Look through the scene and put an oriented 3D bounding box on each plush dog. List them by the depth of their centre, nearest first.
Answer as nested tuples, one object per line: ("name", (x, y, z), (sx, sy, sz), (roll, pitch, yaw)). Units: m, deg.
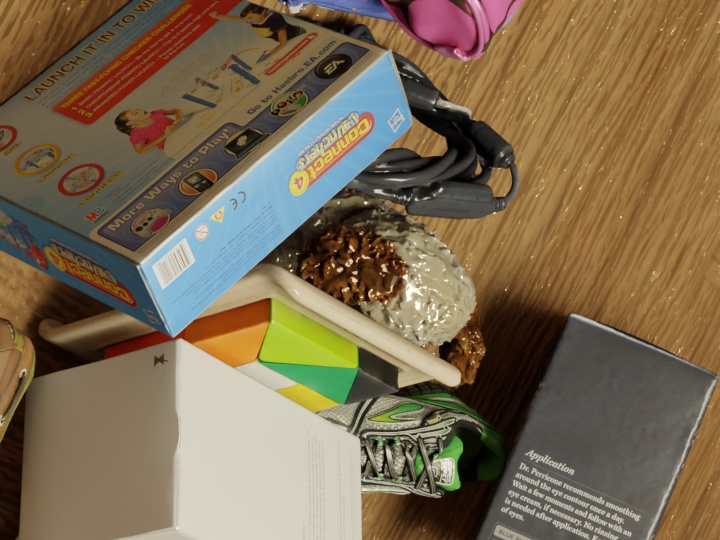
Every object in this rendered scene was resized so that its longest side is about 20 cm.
("plush dog", (0.000, 0.000, 1.573), (0.200, 0.172, 0.161), (27, 87, -47))

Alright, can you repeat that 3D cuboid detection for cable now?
("cable", (0.004, -0.101, 1.551), (0.200, 0.163, 0.051), (3, 135, -43))

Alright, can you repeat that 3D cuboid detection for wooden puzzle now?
("wooden puzzle", (-0.067, 0.056, 1.516), (0.185, 0.200, 0.037), (30, 56, -47))

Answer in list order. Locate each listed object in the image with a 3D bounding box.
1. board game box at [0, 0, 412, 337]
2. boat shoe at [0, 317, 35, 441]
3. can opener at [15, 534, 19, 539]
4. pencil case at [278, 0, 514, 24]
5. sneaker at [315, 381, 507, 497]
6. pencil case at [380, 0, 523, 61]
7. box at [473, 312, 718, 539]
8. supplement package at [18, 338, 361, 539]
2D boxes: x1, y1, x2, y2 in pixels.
("board game box", (-0.108, -0.072, 1.416), (0.200, 0.196, 0.056), (-42, 132, -24))
("boat shoe", (-0.248, 0.120, 1.449), (0.068, 0.072, 0.200), (32, 83, -46))
("can opener", (-0.144, 0.196, 1.590), (0.200, 0.067, 0.053), (12, 99, -47))
("pencil case", (0.015, -0.194, 1.575), (0.200, 0.078, 0.087), (7, 100, -47))
("sneaker", (0.022, 0.119, 1.712), (0.200, 0.085, 0.078), (-6, 111, -43))
("pencil case", (0.091, -0.210, 1.539), (0.200, 0.091, 0.094), (-48, 137, -34))
("box", (0.169, 0.144, 1.789), (0.197, 0.117, 0.200), (21, 92, -81))
("supplement package", (-0.100, 0.138, 1.514), (0.200, 0.120, 0.121), (34, 48, -50))
